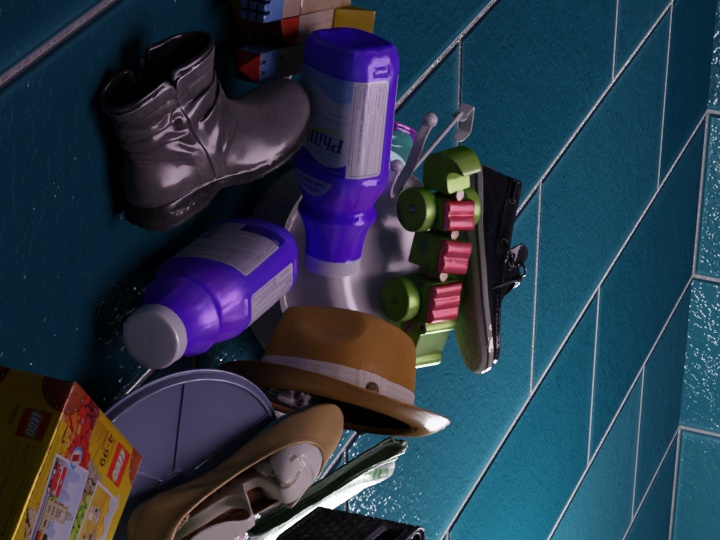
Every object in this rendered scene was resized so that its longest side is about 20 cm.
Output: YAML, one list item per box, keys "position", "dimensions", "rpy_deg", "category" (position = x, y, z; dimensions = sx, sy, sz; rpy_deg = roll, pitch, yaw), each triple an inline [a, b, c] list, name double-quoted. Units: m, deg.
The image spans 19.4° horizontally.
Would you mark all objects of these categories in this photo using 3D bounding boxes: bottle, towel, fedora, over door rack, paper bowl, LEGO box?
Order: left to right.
- position: [-0.240, 0.186, 1.456]
  dimensions: [0.149, 0.077, 0.200]
  rpy_deg: [62, 43, -61]
  category: "LEGO box"
- position: [-0.121, 0.018, 1.665]
  dimensions: [0.200, 0.083, 0.065]
  rpy_deg: [-44, 138, -60]
  category: "bottle"
- position: [-0.030, 0.196, 1.826]
  dimensions: [0.152, 0.023, 0.200]
  rpy_deg: [-31, 173, -7]
  category: "towel"
- position: [-0.016, 0.080, 1.742]
  dimensions: [0.201, 0.200, 0.082]
  rpy_deg: [46, 54, -67]
  category: "fedora"
- position: [-0.015, -0.095, 1.720]
  dimensions: [0.065, 0.083, 0.200]
  rpy_deg: [-11, 118, -37]
  category: "bottle"
- position: [0.000, 0.000, 1.858]
  dimensions: [0.200, 0.104, 0.201]
  rpy_deg: [-1, 92, -37]
  category: "paper bowl"
- position: [0.004, -0.141, 1.851]
  dimensions: [0.200, 0.148, 0.067]
  rpy_deg: [-43, 152, -59]
  category: "over door rack"

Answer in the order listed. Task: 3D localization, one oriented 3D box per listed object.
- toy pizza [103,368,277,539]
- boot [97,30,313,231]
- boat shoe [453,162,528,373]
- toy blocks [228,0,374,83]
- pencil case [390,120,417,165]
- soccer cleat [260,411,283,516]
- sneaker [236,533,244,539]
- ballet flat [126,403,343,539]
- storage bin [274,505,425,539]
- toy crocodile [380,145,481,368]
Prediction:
- position: [-0.153, 0.159, 1.639]
  dimensions: [0.200, 0.032, 0.200]
  rpy_deg: [-20, 129, -27]
  category: "toy pizza"
- position: [-0.110, -0.128, 1.603]
  dimensions: [0.200, 0.070, 0.132]
  rpy_deg: [-42, 142, -38]
  category: "boot"
- position: [0.117, -0.003, 1.854]
  dimensions: [0.075, 0.062, 0.200]
  rpy_deg: [118, -23, -59]
  category: "boat shoe"
- position: [-0.063, -0.239, 1.718]
  dimensions: [0.137, 0.100, 0.200]
  rpy_deg: [-22, 123, -54]
  category: "toy blocks"
- position: [0.000, -0.047, 1.973]
  dimensions: [0.085, 0.092, 0.200]
  rpy_deg: [100, 1, -85]
  category: "pencil case"
- position: [-0.091, 0.177, 1.904]
  dimensions: [0.078, 0.069, 0.200]
  rpy_deg: [-39, 143, -31]
  category: "soccer cleat"
- position: [-0.114, 0.172, 1.758]
  dimensions: [0.105, 0.075, 0.200]
  rpy_deg: [-40, 145, -12]
  category: "sneaker"
- position: [-0.084, 0.174, 1.634]
  dimensions: [0.200, 0.063, 0.069]
  rpy_deg: [-30, 131, -19]
  category: "ballet flat"
- position: [-0.019, 0.304, 1.689]
  dimensions: [0.135, 0.094, 0.200]
  rpy_deg: [-24, 122, -70]
  category: "storage bin"
- position: [0.067, -0.010, 1.792]
  dimensions: [0.067, 0.062, 0.200]
  rpy_deg: [-3, 109, -40]
  category: "toy crocodile"
